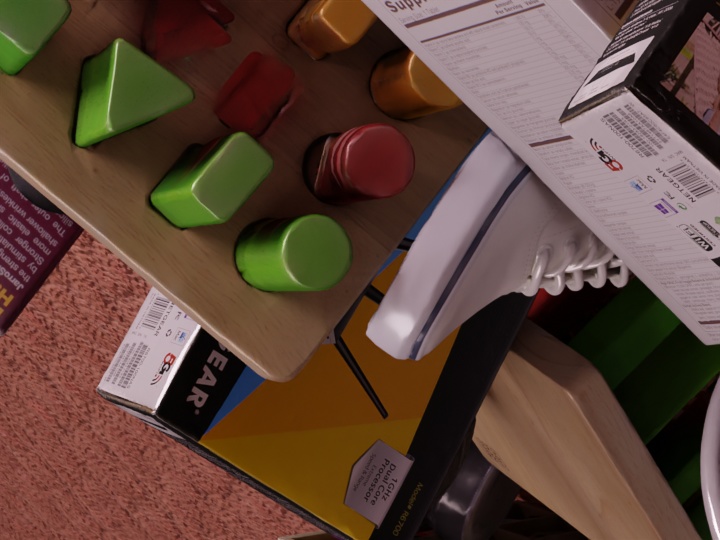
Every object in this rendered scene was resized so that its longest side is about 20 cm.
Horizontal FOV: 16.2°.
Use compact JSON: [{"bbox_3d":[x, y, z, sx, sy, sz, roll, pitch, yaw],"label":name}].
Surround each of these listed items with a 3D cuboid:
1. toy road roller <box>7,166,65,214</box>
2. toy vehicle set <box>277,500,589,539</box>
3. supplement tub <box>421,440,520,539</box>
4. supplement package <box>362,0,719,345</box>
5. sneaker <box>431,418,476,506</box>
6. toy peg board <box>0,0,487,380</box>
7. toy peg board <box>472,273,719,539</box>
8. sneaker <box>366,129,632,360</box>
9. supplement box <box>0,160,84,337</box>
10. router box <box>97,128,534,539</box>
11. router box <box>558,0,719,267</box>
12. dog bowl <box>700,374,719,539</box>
[{"bbox_3d":[-0.066,-0.105,1.153,0.199,0.147,0.123,3,169,-22],"label":"toy road roller"},{"bbox_3d":[0.066,0.164,1.416,0.199,0.027,0.124,-3,-169,-45],"label":"toy vehicle set"},{"bbox_3d":[-0.007,0.080,1.412,0.199,0.107,0.107,28,157,21],"label":"supplement tub"},{"bbox_3d":[0.117,-0.081,0.899,0.200,0.110,0.114,44,157,-19],"label":"supplement package"},{"bbox_3d":[-0.014,0.031,1.167,0.088,0.077,0.200,17,145,49],"label":"sneaker"},{"bbox_3d":[-0.035,-0.096,0.933,0.200,0.199,0.098,40,171,-11],"label":"toy peg board"},{"bbox_3d":[0.112,0.045,1.221,0.199,0.098,0.200,36,165,48],"label":"toy peg board"},{"bbox_3d":[0.077,-0.023,0.969,0.071,0.200,0.073,37,140,9],"label":"sneaker"},{"bbox_3d":[-0.179,-0.081,1.222,0.131,0.200,0.103,45,156,-20],"label":"supplement box"},{"bbox_3d":[0.000,0.000,1.063,0.149,0.201,0.051,35,168,-36],"label":"router box"},{"bbox_3d":[0.183,-0.043,0.824,0.200,0.149,0.051,41,157,-11],"label":"router box"},{"bbox_3d":[0.230,0.084,0.943,0.199,0.200,0.079,24,158,27],"label":"dog bowl"}]
